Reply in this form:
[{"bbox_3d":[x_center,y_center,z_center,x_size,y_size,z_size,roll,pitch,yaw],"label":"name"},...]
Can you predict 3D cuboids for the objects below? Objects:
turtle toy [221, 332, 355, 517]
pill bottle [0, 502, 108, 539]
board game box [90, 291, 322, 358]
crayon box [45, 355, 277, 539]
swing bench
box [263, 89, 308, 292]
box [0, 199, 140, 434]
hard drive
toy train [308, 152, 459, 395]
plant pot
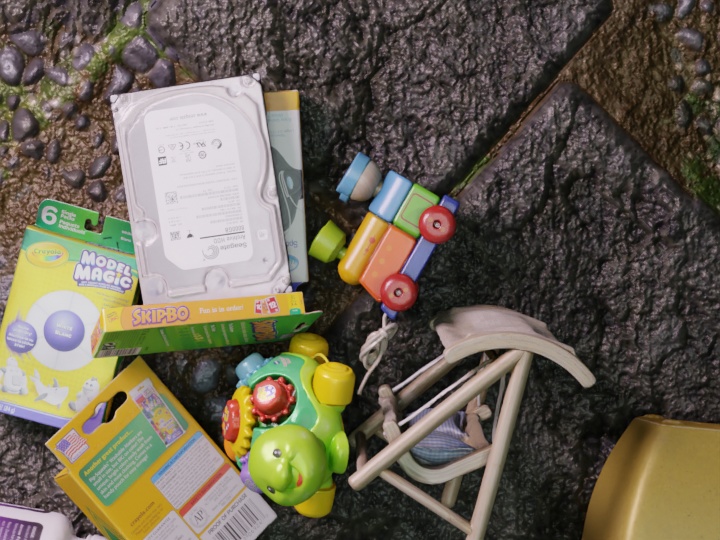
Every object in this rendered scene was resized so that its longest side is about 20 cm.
[{"bbox_3d":[-0.067,0.144,1.336,0.100,0.200,0.147,4,106,-21],"label":"turtle toy"},{"bbox_3d":[-0.328,0.272,1.381,0.198,0.111,0.113,10,95,-2],"label":"pill bottle"},{"bbox_3d":[-0.139,0.049,1.352,0.198,0.096,0.030,-2,74,-17],"label":"board game box"},{"bbox_3d":[-0.187,0.197,1.377,0.200,0.051,0.126,51,59,-8],"label":"crayon box"},{"bbox_3d":[0.093,0.121,1.334,0.129,0.199,0.201,33,93,-4],"label":"swing bench"},{"bbox_3d":[-0.110,-0.064,1.394,0.118,0.041,0.202,-2,98,-1],"label":"box"},{"bbox_3d":[-0.270,0.043,1.395,0.116,0.048,0.202,15,93,-4],"label":"box"},{"bbox_3d":[-0.142,-0.069,1.352,0.138,0.038,0.202,-8,96,-3],"label":"hard drive"},{"bbox_3d":[0.000,0.000,1.381,0.115,0.085,0.201,30,94,2],"label":"toy train"},{"bbox_3d":[0.306,0.237,1.360,0.192,0.196,0.202,5,89,-2],"label":"plant pot"}]
